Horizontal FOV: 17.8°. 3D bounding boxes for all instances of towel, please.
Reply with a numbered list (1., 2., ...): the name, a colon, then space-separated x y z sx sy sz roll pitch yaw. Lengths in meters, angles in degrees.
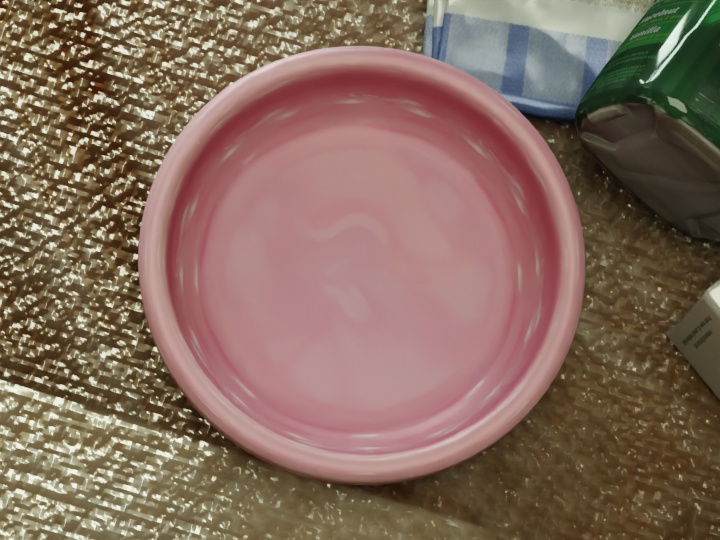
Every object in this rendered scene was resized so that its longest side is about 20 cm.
1. towel: 0.106 -0.165 1.110 0.146 0.024 0.201 8 76 -5

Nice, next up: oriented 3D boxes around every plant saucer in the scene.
1. plant saucer: 0.000 0.000 1.040 0.200 0.051 0.201 1 75 -4

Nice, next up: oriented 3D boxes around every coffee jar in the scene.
1. coffee jar: 0.187 -0.118 1.057 0.104 0.085 0.200 39 66 -18

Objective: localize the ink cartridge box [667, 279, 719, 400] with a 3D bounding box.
1. ink cartridge box: 0.261 0.054 1.031 0.146 0.084 0.200 -38 81 -13
